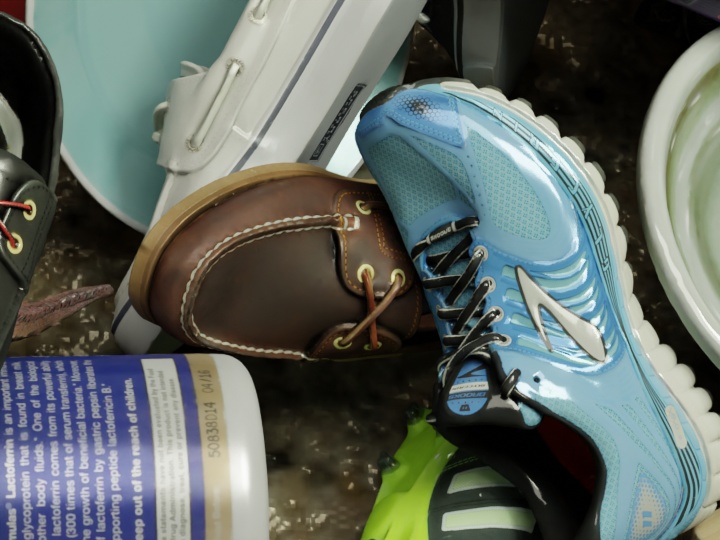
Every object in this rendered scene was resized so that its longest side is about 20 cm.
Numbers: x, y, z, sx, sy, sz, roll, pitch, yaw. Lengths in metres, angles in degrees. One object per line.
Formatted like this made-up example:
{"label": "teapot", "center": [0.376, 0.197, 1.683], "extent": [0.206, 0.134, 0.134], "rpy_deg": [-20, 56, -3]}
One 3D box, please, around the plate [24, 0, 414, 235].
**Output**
{"label": "plate", "center": [-0.058, -0.109, 1.181], "extent": [0.200, 0.201, 0.026], "rpy_deg": [-38, 31, -28]}

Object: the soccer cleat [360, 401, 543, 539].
{"label": "soccer cleat", "center": [0.042, 0.101, 1.115], "extent": [0.081, 0.067, 0.200], "rpy_deg": [47, 47, -15]}

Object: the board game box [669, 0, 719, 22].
{"label": "board game box", "center": [0.175, -0.173, 1.145], "extent": [0.199, 0.057, 0.166], "rpy_deg": [22, 68, -12]}

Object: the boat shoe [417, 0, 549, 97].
{"label": "boat shoe", "center": [0.035, -0.135, 1.188], "extent": [0.068, 0.199, 0.074], "rpy_deg": [20, 75, 17]}

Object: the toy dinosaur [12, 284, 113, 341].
{"label": "toy dinosaur", "center": [-0.192, 0.003, 1.090], "extent": [0.199, 0.136, 0.086], "rpy_deg": [7, 56, -5]}

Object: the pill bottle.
{"label": "pill bottle", "center": [-0.138, 0.089, 1.055], "extent": [0.199, 0.116, 0.116], "rpy_deg": [-1, 57, -11]}

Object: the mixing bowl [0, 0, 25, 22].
{"label": "mixing bowl", "center": [-0.123, -0.169, 1.233], "extent": [0.199, 0.109, 0.201], "rpy_deg": [4, 56, -6]}

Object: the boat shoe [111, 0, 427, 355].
{"label": "boat shoe", "center": [-0.048, -0.058, 1.138], "extent": [0.066, 0.072, 0.201], "rpy_deg": [35, 102, 11]}

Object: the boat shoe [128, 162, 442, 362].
{"label": "boat shoe", "center": [0.000, 0.000, 1.118], "extent": [0.070, 0.071, 0.199], "rpy_deg": [35, 28, 32]}

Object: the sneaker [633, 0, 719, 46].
{"label": "sneaker", "center": [0.175, -0.100, 1.258], "extent": [0.113, 0.076, 0.200], "rpy_deg": [-2, 54, -9]}

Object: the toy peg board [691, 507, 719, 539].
{"label": "toy peg board", "center": [0.259, 0.149, 1.111], "extent": [0.199, 0.098, 0.199], "rpy_deg": [-25, 48, -24]}

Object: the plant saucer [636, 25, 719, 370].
{"label": "plant saucer", "center": [0.190, -0.006, 1.136], "extent": [0.199, 0.050, 0.201], "rpy_deg": [12, 58, -19]}

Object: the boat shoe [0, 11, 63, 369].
{"label": "boat shoe", "center": [-0.147, -0.021, 1.037], "extent": [0.073, 0.063, 0.202], "rpy_deg": [29, 33, -21]}

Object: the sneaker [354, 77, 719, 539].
{"label": "sneaker", "center": [0.058, 0.021, 1.069], "extent": [0.090, 0.078, 0.201], "rpy_deg": [-33, 90, -41]}
